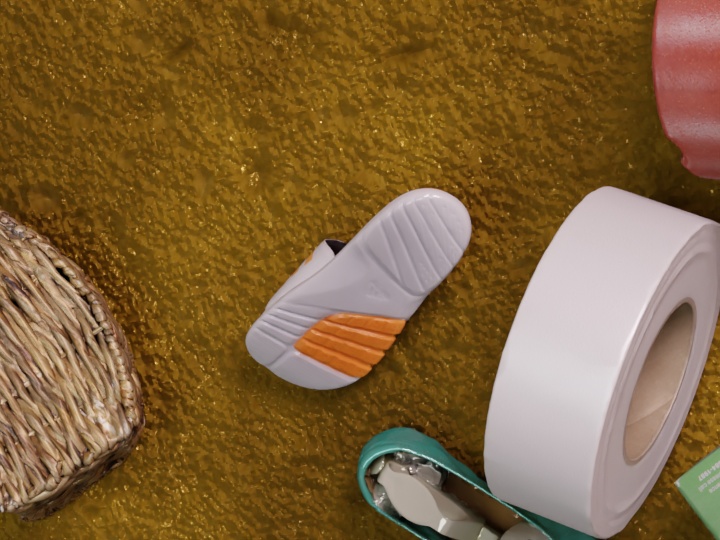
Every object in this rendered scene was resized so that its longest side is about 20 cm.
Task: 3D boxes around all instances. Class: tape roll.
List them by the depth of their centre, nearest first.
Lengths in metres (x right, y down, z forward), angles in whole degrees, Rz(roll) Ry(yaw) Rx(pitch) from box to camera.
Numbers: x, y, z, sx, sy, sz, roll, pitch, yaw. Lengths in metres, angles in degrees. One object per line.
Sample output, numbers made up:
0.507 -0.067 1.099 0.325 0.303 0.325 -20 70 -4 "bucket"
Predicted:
0.148 0.054 1.337 0.071 0.202 0.203 20 108 22 "tape roll"

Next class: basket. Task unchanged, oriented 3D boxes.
-0.240 0.063 1.610 0.143 0.149 0.200 -34 83 -6 "basket"

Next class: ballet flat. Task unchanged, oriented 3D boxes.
0.078 0.172 1.467 0.200 0.070 0.068 31 112 18 "ballet flat"

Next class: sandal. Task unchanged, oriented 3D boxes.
0.007 0.004 1.475 0.079 0.059 0.207 36 128 -15 "sandal"

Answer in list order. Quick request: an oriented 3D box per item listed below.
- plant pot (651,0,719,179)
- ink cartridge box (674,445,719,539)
0.280 -0.123 1.251 0.195 0.201 0.202 4 102 34 "plant pot"
0.310 0.158 1.339 0.145 0.087 0.200 -41 79 28 "ink cartridge box"
